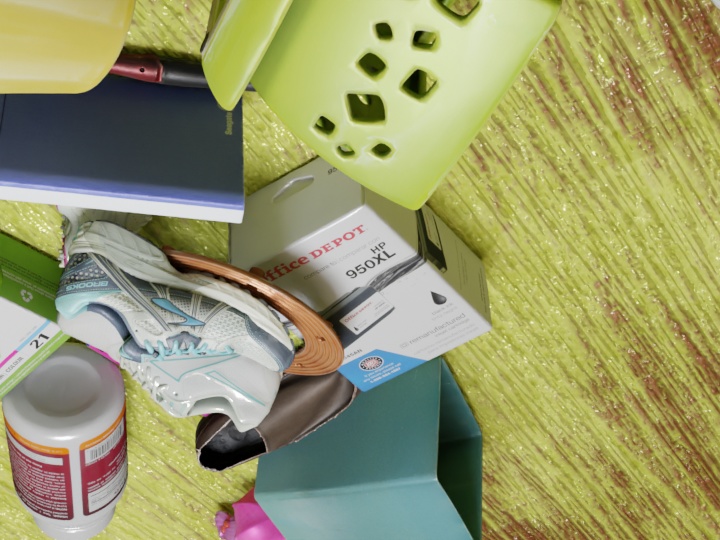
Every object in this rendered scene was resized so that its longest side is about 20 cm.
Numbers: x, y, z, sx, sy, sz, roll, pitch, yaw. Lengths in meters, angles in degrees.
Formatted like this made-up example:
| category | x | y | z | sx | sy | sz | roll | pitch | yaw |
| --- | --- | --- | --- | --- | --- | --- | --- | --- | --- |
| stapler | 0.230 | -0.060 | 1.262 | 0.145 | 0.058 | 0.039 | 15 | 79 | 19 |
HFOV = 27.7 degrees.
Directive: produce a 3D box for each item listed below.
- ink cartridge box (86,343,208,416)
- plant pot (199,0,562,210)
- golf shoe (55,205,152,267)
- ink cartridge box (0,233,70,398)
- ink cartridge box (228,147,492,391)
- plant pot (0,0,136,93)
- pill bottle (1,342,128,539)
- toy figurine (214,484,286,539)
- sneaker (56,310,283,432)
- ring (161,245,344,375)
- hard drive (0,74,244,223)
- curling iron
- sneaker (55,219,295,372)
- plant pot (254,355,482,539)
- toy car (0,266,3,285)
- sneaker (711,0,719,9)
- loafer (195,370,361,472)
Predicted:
| category | x | y | z | sx | sy | sz | roll | pitch | yaw |
| --- | --- | --- | --- | --- | --- | --- | --- | --- | --- |
| ink cartridge box | -0.180 | 0.061 | 1.348 | 0.095 | 0.037 | 0.200 | -33 | 129 | 26 |
| plant pot | 0.007 | -0.195 | 0.979 | 0.181 | 0.201 | 0.199 | 21 | 132 | -16 |
| golf shoe | -0.207 | -0.040 | 1.209 | 0.091 | 0.076 | 0.200 | -3 | 138 | -8 |
| ink cartridge box | -0.369 | 0.025 | 1.258 | 0.200 | 0.076 | 0.148 | 29 | 127 | -33 |
| ink cartridge box | 0.000 | 0.000 | 1.262 | 0.144 | 0.084 | 0.200 | -28 | 132 | 23 |
| plant pot | -0.257 | -0.198 | 0.958 | 0.188 | 0.201 | 0.201 | 8 | 138 | -37 |
| pill bottle | -0.279 | 0.170 | 1.395 | 0.112 | 0.113 | 0.200 | 1 | 138 | -7 |
| toy figurine | -0.095 | 0.305 | 1.579 | 0.199 | 0.150 | 0.185 | 1 | 129 | 30 |
| sneaker | -0.162 | 0.075 | 1.225 | 0.199 | 0.081 | 0.070 | 17 | 160 | -5 |
| ring | -0.104 | 0.033 | 1.231 | 0.200 | 0.019 | 0.201 | 18 | 156 | 8 |
| hard drive | -0.188 | -0.098 | 1.102 | 0.199 | 0.132 | 0.025 | 5 | 136 | -11 |
| curling iron | -0.159 | -0.161 | 1.116 | 0.199 | 0.026 | 0.050 | 13 | 137 | -19 |
| sneaker | -0.150 | 0.043 | 1.161 | 0.199 | 0.087 | 0.078 | 26 | 158 | -6 |
| plant pot | 0.005 | 0.194 | 1.440 | 0.199 | 0.142 | 0.141 | -10 | 138 | 18 |
| toy car | -0.386 | -0.025 | 1.070 | 0.157 | 0.200 | 0.165 | 11 | 126 | 31 |
| sneaker | 0.312 | -0.190 | 1.083 | 0.199 | 0.094 | 0.070 | 29 | 128 | -31 |
| loafer | -0.077 | 0.141 | 1.386 | 0.200 | 0.071 | 0.073 | -35 | 104 | 22 |
